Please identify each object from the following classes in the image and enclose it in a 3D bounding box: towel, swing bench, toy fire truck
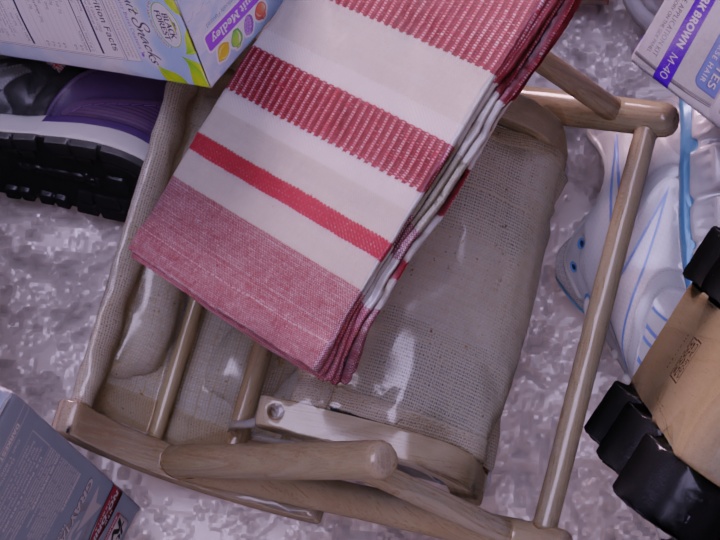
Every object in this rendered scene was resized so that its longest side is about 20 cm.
[{"bbox_3d":[0.000,-0.066,0.894,0.144,0.023,0.201,30,88,48],"label":"towel"},{"bbox_3d":[0.000,0.000,0.965,0.199,0.129,0.200,4,72,44],"label":"swing bench"},{"bbox_3d":[0.185,0.095,0.838,0.199,0.176,0.129,32,95,-3],"label":"toy fire truck"}]

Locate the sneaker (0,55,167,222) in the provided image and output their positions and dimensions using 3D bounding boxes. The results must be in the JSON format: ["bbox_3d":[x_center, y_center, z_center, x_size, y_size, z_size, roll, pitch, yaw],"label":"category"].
[{"bbox_3d":[-0.166,-0.087,1.069,0.198,0.076,0.088,15,61,10],"label":"sneaker"}]

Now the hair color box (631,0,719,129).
[{"bbox_3d":[0.210,-0.072,0.882,0.200,0.065,0.110,41,113,32],"label":"hair color box"}]

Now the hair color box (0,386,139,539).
[{"bbox_3d":[-0.167,0.082,0.938,0.098,0.200,0.061,23,77,15],"label":"hair color box"}]

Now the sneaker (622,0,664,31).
[{"bbox_3d":[0.214,-0.126,0.997,0.198,0.080,0.074,3,71,0],"label":"sneaker"}]

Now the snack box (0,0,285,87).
[{"bbox_3d":[-0.103,-0.165,1.009,0.199,0.068,0.169,11,49,38],"label":"snack box"}]

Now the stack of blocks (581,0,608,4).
[{"bbox_3d":[0.065,-0.225,1.060,0.114,0.059,0.202,2,73,20],"label":"stack of blocks"}]

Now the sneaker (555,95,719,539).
[{"bbox_3d":[0.126,0.020,0.987,0.086,0.075,0.202,-5,71,26],"label":"sneaker"}]
